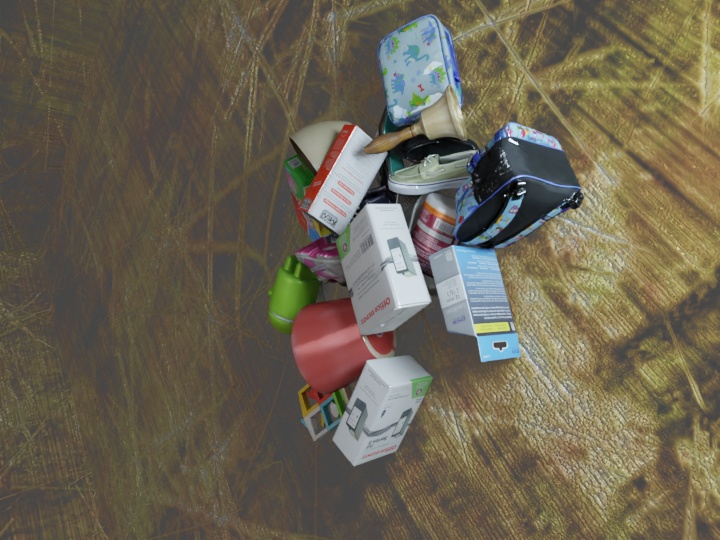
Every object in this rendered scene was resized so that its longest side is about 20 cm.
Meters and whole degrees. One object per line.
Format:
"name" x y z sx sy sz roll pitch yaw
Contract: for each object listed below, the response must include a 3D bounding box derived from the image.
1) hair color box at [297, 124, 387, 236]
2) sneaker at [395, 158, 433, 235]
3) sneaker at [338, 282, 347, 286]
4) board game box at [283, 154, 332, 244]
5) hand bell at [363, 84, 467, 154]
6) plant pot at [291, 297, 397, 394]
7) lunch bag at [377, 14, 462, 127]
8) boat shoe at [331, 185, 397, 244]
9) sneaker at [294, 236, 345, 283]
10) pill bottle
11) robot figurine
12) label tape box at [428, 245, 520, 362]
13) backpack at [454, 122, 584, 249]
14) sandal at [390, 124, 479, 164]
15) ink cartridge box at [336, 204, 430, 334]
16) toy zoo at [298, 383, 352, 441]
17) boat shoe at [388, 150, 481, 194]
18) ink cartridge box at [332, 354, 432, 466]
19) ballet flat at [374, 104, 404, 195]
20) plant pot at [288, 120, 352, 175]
"hair color box" -0.036 -0.187 1.211 0.204 0.100 0.061 -60 32 -4
"sneaker" 0.114 -0.138 1.209 0.071 0.084 0.205 19 80 29
"sneaker" 0.000 0.000 1.321 0.198 0.069 0.102 32 112 48
"board game box" -0.115 -0.149 1.380 0.154 0.040 0.203 52 162 35
"hand bell" 0.095 -0.264 1.105 0.194 0.104 0.108 -16 76 21
"plant pot" -0.026 0.149 1.268 0.174 0.198 0.207 -21 73 32
"lunch bag" 0.124 -0.397 1.182 0.157 0.082 0.207 -18 75 31
"boat shoe" 0.002 -0.119 1.272 0.195 0.094 0.076 -20 35 26
"sneaker" -0.082 -0.015 1.301 0.198 0.080 0.091 17 132 59
"pill bottle" 0.143 -0.036 1.140 0.109 0.107 0.205 39 115 39
"robot figurine" -0.166 0.068 1.454 0.173 0.114 0.206 28 108 37
"label tape box" 0.208 0.064 1.045 0.065 0.141 0.207 -23 72 41
"backpack" 0.248 -0.129 0.997 0.200 0.177 0.139 -45 49 48
"sandal" 0.136 -0.240 1.148 0.195 0.048 0.077 15 136 29
"ink cartridge box" 0.038 0.000 1.109 0.145 0.082 0.206 -42 58 52
"toy zoo" -0.092 0.330 1.434 0.200 0.020 0.134 -43 59 36
"boat shoe" 0.146 -0.193 1.122 0.193 0.073 0.064 -5 121 14
"ink cartridge box" 0.045 0.287 1.205 0.084 0.143 0.205 38 115 37
"ballet flat" 0.060 -0.267 1.269 0.067 0.066 0.208 -3 86 54
"plant pot" -0.055 -0.259 1.322 0.133 0.201 0.201 -37 56 -3
